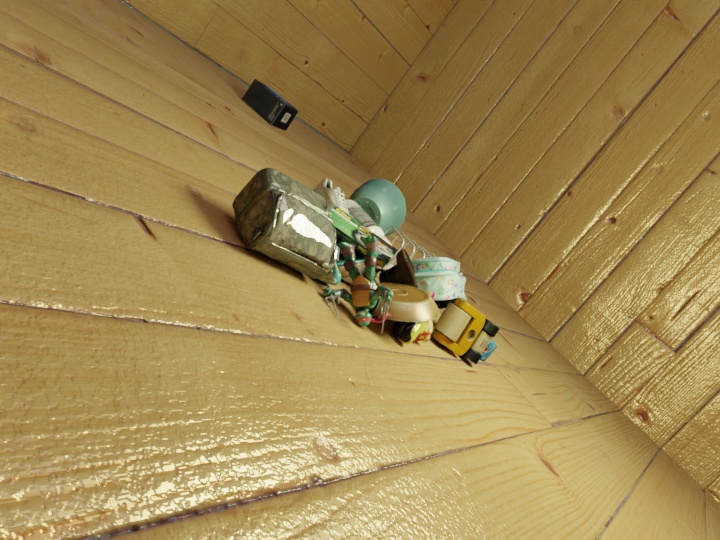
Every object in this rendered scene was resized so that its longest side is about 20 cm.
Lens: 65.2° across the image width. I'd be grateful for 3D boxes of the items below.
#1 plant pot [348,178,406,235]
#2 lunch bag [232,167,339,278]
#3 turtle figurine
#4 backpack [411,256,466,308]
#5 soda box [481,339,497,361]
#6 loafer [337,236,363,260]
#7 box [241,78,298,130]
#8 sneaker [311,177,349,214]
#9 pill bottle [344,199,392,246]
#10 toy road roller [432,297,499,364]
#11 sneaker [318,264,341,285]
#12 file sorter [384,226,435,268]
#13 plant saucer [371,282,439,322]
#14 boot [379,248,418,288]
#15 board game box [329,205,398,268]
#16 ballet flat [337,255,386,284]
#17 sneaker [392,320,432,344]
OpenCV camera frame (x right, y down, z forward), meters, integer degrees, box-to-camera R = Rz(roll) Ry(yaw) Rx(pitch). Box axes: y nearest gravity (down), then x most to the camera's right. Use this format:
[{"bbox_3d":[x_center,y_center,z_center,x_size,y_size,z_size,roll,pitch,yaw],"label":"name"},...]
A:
[{"bbox_3d":[0.037,-0.197,1.899,0.200,0.202,0.161,40,26,7],"label":"plant pot"},{"bbox_3d":[-0.144,-0.082,1.135,0.199,0.139,0.170,27,34,-42],"label":"lunch bag"},{"bbox_3d":[-0.001,0.038,1.163,0.101,0.147,0.204,51,34,-70],"label":"turtle figurine"},{"bbox_3d":[0.200,0.040,1.575,0.199,0.174,0.154,-4,90,-65],"label":"backpack"},{"bbox_3d":[0.335,0.184,1.731,0.067,0.064,0.201,31,16,-30],"label":"soda box"},{"bbox_3d":[-0.016,-0.041,1.471,0.199,0.071,0.074,30,28,-51],"label":"loafer"},{"bbox_3d":[-0.431,-0.795,2.708,0.198,0.124,0.200,39,13,6],"label":"box"},{"bbox_3d":[-0.070,-0.180,1.558,0.201,0.081,0.075,50,15,31],"label":"sneaker"},{"bbox_3d":[-0.002,-0.104,1.629,0.113,0.114,0.200,22,21,-52],"label":"pill bottle"},{"bbox_3d":[0.264,0.151,1.534,0.199,0.124,0.146,34,0,-35],"label":"toy road roller"},{"bbox_3d":[-0.101,-0.042,1.269,0.079,0.077,0.202,37,20,-49],"label":"sneaker"},{"bbox_3d":[0.144,-0.027,1.761,0.198,0.125,0.139,31,15,-31],"label":"file sorter"},{"bbox_3d":[0.083,0.064,1.267,0.196,0.036,0.200,6,14,-2],"label":"plant saucer"},{"bbox_3d":[0.086,0.022,1.365,0.201,0.095,0.076,67,7,-57],"label":"boot"},{"bbox_3d":[-0.005,-0.085,1.393,0.199,0.024,0.105,36,30,7],"label":"board game box"},{"bbox_3d":[0.000,0.000,1.368,0.067,0.069,0.198,-2,9,43],"label":"ballet flat"},{"bbox_3d":[0.136,0.134,1.327,0.091,0.077,0.200,58,22,-6],"label":"sneaker"}]
